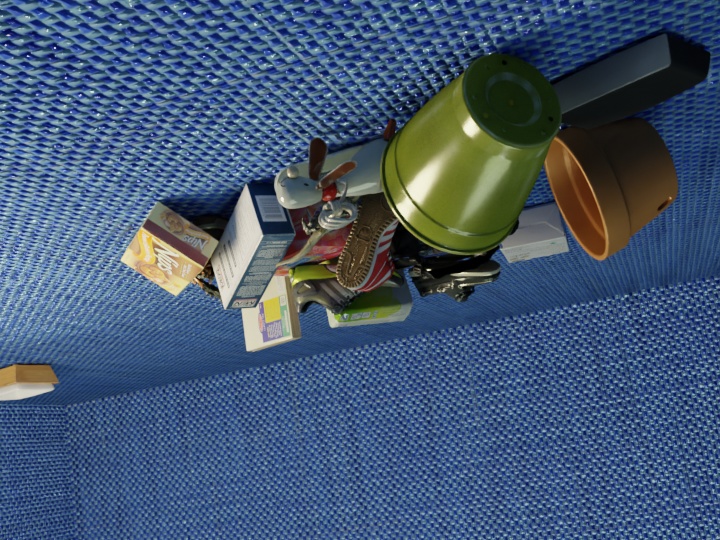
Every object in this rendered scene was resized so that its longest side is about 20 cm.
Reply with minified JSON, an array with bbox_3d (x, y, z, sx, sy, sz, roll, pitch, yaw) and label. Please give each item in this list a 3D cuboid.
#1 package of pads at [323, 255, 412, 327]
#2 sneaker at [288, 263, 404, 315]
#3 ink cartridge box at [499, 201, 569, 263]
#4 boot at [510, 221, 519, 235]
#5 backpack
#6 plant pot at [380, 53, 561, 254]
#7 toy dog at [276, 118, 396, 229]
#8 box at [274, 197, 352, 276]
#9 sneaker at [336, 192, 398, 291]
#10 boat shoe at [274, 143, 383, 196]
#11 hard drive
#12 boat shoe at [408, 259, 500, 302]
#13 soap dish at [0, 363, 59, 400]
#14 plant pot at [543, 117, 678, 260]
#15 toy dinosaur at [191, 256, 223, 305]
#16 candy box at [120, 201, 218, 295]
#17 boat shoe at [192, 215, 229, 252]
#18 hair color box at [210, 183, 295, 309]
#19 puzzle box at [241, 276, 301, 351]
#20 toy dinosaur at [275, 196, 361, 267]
[{"bbox_3d":[0.000,0.000,1.697,0.151,0.203,0.068,-4,151,-23],"label":"package of pads"},{"bbox_3d":[-0.023,0.032,1.578,0.196,0.083,0.074,-4,168,12],"label":"sneaker"},{"bbox_3d":[0.355,-0.072,1.940,0.134,0.078,0.200,-11,167,13],"label":"ink cartridge box"},{"bbox_3d":[0.176,-0.083,1.729,0.209,0.081,0.156,-13,-179,-43],"label":"boot"},{"bbox_3d":[0.133,-0.071,1.582,0.186,0.158,0.200,-2,-176,-19],"label":"backpack"},{"bbox_3d":[0.148,-0.155,1.155,0.196,0.204,0.193,-4,156,-22],"label":"plant pot"},{"bbox_3d":[-0.011,-0.143,1.254,0.131,0.098,0.198,24,-141,39],"label":"toy dog"},{"bbox_3d":[-0.106,-0.062,1.570,0.093,0.105,0.199,1,166,-38],"label":"box"},{"bbox_3d":[0.031,-0.059,1.487,0.070,0.203,0.112,27,179,18],"label":"sneaker"},{"bbox_3d":[-0.030,-0.142,1.363,0.196,0.072,0.072,-11,-168,-9],"label":"boat shoe"},{"bbox_3d":[0.336,-0.236,1.215,0.133,0.043,0.198,3,164,-44],"label":"hard drive"},{"bbox_3d":[0.166,0.022,1.634,0.197,0.067,0.074,-3,-164,43],"label":"boat shoe"},{"bbox_3d":[-1.025,0.333,2.818,0.197,0.083,0.156,-16,167,31],"label":"soap dish"},{"bbox_3d":[0.377,-0.137,1.408,0.138,0.203,0.200,-25,169,-2],"label":"plant pot"},{"bbox_3d":[-0.286,-0.012,1.743,0.134,0.104,0.200,27,180,-11],"label":"toy dinosaur"},{"bbox_3d":[-0.314,-0.031,1.540,0.114,0.056,0.200,33,155,-13],"label":"candy box"},{"bbox_3d":[-0.224,-0.040,1.648,0.074,0.077,0.201,-15,167,27],"label":"boat shoe"},{"bbox_3d":[-0.173,-0.036,1.494,0.059,0.101,0.201,-2,146,-30],"label":"hair color box"},{"bbox_3d":[-0.174,0.039,1.756,0.132,0.205,0.025,-17,167,41],"label":"puzzle box"},{"bbox_3d":[-0.051,-0.074,1.412,0.200,0.047,0.088,-45,179,-6],"label":"toy dinosaur"}]
